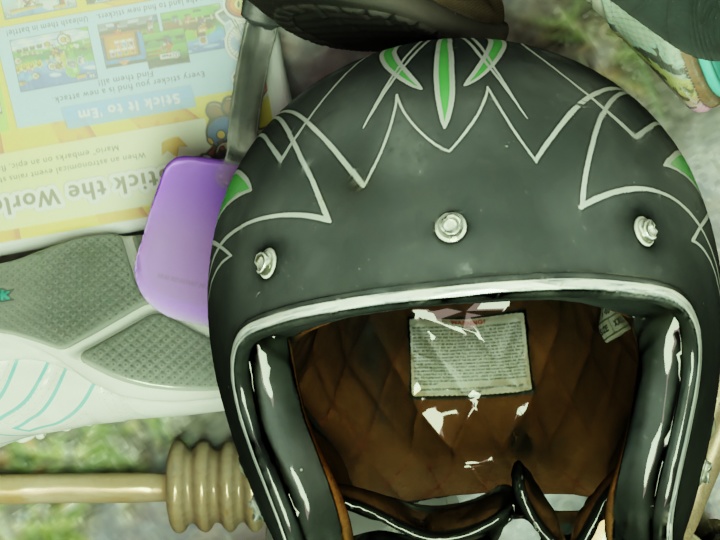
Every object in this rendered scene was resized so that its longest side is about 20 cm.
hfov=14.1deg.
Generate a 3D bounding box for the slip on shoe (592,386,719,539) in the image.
[{"bbox_3d":[0.117,0.109,1.161,0.060,0.076,0.200,9,100,2],"label":"slip on shoe"}]

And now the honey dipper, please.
[{"bbox_3d":[-0.129,0.086,1.166,0.200,0.038,0.038,0,108,2],"label":"honey dipper"}]

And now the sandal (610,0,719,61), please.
[{"bbox_3d":[0.063,-0.142,1.040,0.200,0.048,0.075,33,126,22],"label":"sandal"}]

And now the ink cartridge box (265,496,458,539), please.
[{"bbox_3d":[0.032,0.198,1.148,0.084,0.146,0.200,-20,107,6],"label":"ink cartridge box"}]

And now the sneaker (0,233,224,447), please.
[{"bbox_3d":[-0.127,0.033,1.130,0.200,0.071,0.080,3,143,0],"label":"sneaker"}]

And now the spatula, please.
[{"bbox_3d":[-0.040,-0.077,1.089,0.056,0.021,0.200,12,89,-15],"label":"spatula"}]

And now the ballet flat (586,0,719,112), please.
[{"bbox_3d":[0.092,-0.155,1.081,0.071,0.069,0.200,-6,105,19],"label":"ballet flat"}]

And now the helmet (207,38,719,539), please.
[{"bbox_3d":[0.036,0.012,1.021,0.200,0.200,0.191,-6,110,0],"label":"helmet"}]

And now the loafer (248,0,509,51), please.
[{"bbox_3d":[-0.012,-0.125,1.030,0.073,0.200,0.071,5,81,38],"label":"loafer"}]

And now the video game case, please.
[{"bbox_3d":[-0.133,-0.097,1.110,0.200,0.023,0.182,-10,108,1],"label":"video game case"}]
